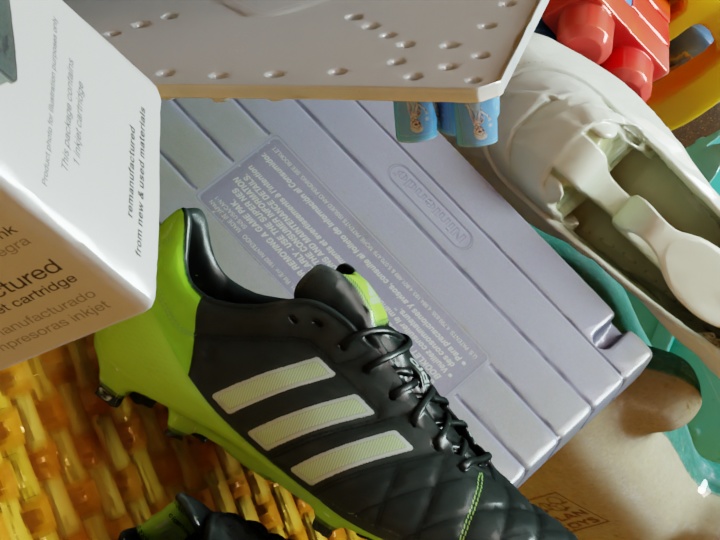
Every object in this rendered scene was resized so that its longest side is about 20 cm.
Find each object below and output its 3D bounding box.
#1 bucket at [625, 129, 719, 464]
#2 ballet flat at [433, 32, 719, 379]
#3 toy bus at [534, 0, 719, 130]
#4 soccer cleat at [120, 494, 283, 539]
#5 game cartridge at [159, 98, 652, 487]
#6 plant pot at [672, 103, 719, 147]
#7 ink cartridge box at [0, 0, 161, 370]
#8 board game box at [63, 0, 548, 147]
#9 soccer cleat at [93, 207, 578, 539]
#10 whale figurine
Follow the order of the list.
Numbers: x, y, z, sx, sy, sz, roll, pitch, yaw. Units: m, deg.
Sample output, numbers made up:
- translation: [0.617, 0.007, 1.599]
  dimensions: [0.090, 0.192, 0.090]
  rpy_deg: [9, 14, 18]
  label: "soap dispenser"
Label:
- translation: [0.165, 0.042, 1.403]
  dimensions: [0.207, 0.134, 0.208]
  rpy_deg: [45, 33, -39]
  label: "bucket"
- translation: [0.102, -0.028, 1.121]
  dimensions: [0.200, 0.070, 0.069]
  rpy_deg: [42, 25, 4]
  label: "ballet flat"
- translation: [0.115, -0.124, 1.242]
  dimensions: [0.200, 0.135, 0.193]
  rpy_deg: [41, 34, -32]
  label: "toy bus"
- translation: [-0.036, 0.114, 1.000]
  dimensions: [0.081, 0.067, 0.200]
  rpy_deg: [58, 22, 12]
  label: "soccer cleat"
- translation: [0.000, 0.000, 1.083]
  dimensions: [0.200, 0.038, 0.130]
  rpy_deg: [46, 58, 8]
  label: "game cartridge"
- translation: [0.252, -0.081, 1.608]
  dimensions: [0.187, 0.199, 0.188]
  rpy_deg: [45, 33, -41]
  label: "plant pot"
- translation: [-0.169, -0.046, 0.774]
  dimensions: [0.200, 0.145, 0.084]
  rpy_deg: [41, 36, -43]
  label: "ink cartridge box"
- translation: [-0.026, -0.095, 1.063]
  dimensions: [0.200, 0.199, 0.026]
  rpy_deg: [-62, 150, -60]
  label: "board game box"
- translation: [-0.001, 0.048, 0.997]
  dimensions: [0.199, 0.081, 0.067]
  rpy_deg: [29, 7, 13]
  label: "soccer cleat"
- translation: [0.089, 0.053, 1.203]
  dimensions: [0.200, 0.159, 0.104]
  rpy_deg: [33, 58, -23]
  label: "whale figurine"
